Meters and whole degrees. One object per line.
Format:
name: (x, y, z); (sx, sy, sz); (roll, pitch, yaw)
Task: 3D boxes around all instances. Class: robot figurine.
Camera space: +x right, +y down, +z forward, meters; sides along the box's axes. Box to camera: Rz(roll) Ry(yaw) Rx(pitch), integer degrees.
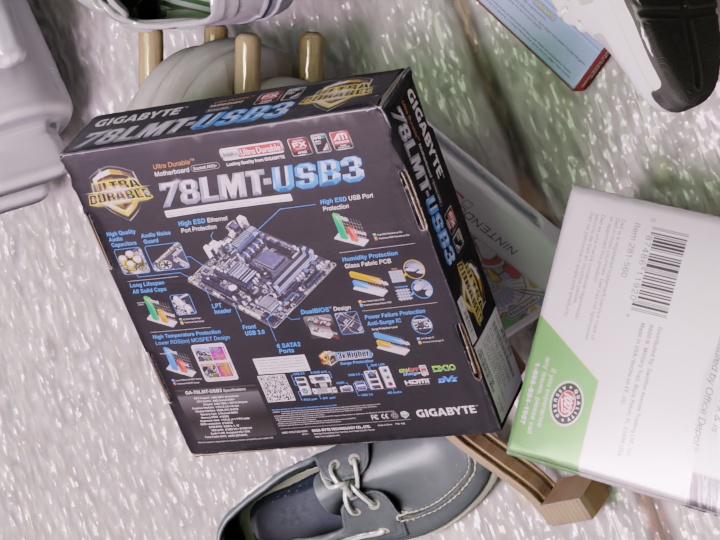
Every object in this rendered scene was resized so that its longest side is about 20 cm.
robot figurine: (-0.261, -0.136, 1.271); (0.169, 0.112, 0.201); (-34, 78, 52)

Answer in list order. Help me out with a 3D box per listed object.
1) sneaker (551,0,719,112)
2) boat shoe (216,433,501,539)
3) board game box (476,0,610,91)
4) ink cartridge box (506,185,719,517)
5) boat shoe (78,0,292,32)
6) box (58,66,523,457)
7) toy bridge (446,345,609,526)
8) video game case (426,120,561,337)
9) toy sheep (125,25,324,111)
sneaker: (0.110, -0.156, 1.034); (0.115, 0.075, 0.202); (-35, 70, 41)
boat shoe: (-0.004, 0.137, 1.173); (0.199, 0.062, 0.073); (-23, 85, 34)
board game box: (0.081, -0.204, 1.088); (0.200, 0.019, 0.103); (46, 121, 19)
ink cartridge box: (0.192, 0.051, 0.998); (0.199, 0.084, 0.147); (15, 90, 31)
boat shoe: (-0.124, -0.174, 1.112); (0.199, 0.066, 0.074); (8, 114, 46)
box: (-0.036, 0.001, 1.034); (0.198, 0.050, 0.200); (-7, 118, 28)
toy bridge: (0.059, 0.061, 1.090); (0.067, 0.027, 0.201); (-18, 114, 44)
video game case: (0.000, 0.000, 1.102); (0.182, 0.023, 0.199); (37, 127, -27)
toy sheep: (-0.072, -0.075, 1.146); (0.199, 0.137, 0.139); (14, 106, 50)
